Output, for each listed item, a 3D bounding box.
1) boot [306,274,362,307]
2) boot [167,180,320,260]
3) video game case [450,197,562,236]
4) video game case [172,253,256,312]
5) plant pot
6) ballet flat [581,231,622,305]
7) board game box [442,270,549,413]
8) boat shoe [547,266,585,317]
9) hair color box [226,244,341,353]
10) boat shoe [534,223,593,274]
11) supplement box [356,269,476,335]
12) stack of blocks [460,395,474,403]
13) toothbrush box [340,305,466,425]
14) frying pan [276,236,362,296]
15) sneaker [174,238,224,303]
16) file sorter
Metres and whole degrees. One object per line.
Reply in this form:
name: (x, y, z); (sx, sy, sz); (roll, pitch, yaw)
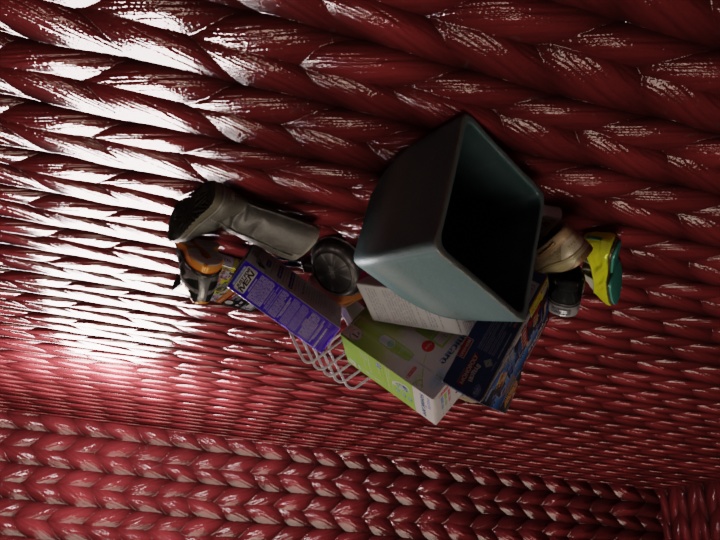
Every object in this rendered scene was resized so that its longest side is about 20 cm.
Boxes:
boot: (0.000, 0.000, 1.252); (0.195, 0.075, 0.156); (5, 148, 0)
boot: (-0.191, -0.066, 1.142); (0.198, 0.074, 0.180); (17, 156, -41)
video game case: (0.197, -0.060, 1.131); (0.178, 0.023, 0.201); (9, 154, -9)
video game case: (-0.256, 0.025, 1.388); (0.178, 0.026, 0.199); (17, 153, -27)
plant pot: (0.102, -0.050, 0.948); (0.198, 0.200, 0.195); (-12, 143, 44)
ballet flat: (0.401, -0.007, 1.178); (0.066, 0.068, 0.200); (16, 160, 28)
board game box: (0.204, 0.122, 1.023); (0.061, 0.202, 0.201); (25, 162, 25)
boat shoe: (0.329, 0.010, 1.123); (0.067, 0.200, 0.058); (9, 113, 12)
hair color box: (-0.127, 0.046, 1.217); (0.199, 0.110, 0.065); (38, 103, -10)
boat shoe: (0.274, -0.027, 1.097); (0.065, 0.071, 0.199); (47, 152, -7)
supplement box: (0.108, 0.023, 1.088); (0.196, 0.102, 0.104); (6, 145, 28)
stack of blocks: (0.241, 0.141, 1.343); (0.058, 0.204, 0.114); (24, 151, -37)
toothbrush box: (0.088, 0.127, 1.152); (0.198, 0.145, 0.087); (32, 153, 30)
frying pan: (-0.073, -0.018, 1.228); (0.187, 0.031, 0.117); (25, 129, 17)
sneaker: (-0.274, -0.007, 1.174); (0.077, 0.079, 0.200); (7, -166, -17)
file sorter: (-0.040, 0.134, 1.398); (0.124, 0.140, 0.200); (-36, 145, 8)
